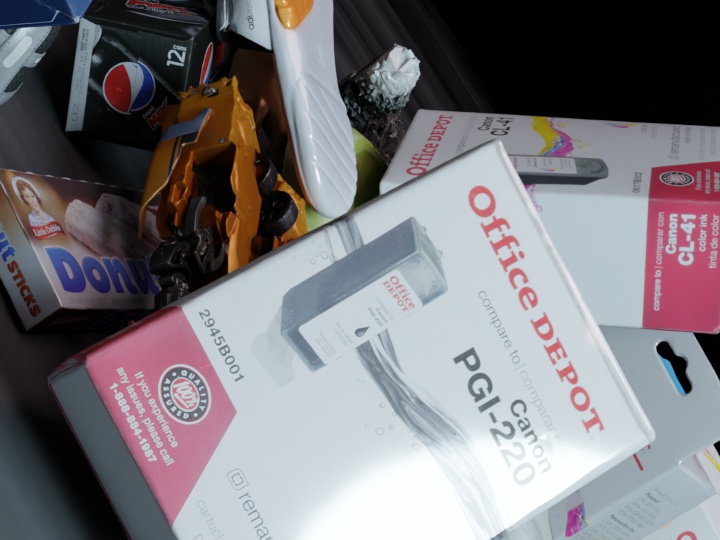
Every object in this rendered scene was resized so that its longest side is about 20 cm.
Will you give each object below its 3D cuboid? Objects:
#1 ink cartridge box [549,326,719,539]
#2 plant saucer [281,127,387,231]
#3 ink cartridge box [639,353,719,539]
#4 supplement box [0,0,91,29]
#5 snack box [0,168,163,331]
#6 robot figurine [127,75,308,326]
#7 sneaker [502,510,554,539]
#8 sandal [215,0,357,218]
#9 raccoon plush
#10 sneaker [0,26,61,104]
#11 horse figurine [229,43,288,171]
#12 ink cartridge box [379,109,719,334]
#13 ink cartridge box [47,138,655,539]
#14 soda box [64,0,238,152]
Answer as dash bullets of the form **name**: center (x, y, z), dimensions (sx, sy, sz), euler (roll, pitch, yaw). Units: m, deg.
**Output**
- **ink cartridge box**: center (0.136, 0.112, 1.007), dimensions (0.068, 0.200, 0.115), euler (36, 25, -51)
- **plant saucer**: center (0.000, 0.000, 0.992), dimensions (0.200, 0.031, 0.201), euler (-9, 90, -74)
- **ink cartridge box**: center (0.168, 0.158, 1.109), dimensions (0.145, 0.147, 0.200), euler (35, 25, -53)
- **supplement box**: center (-0.172, -0.236, 0.675), dimensions (0.200, 0.134, 0.200), euler (68, 31, -42)
- **snack box**: center (-0.120, -0.007, 0.801), dimensions (0.072, 0.024, 0.200), euler (62, 16, 10)
- **robot figurine**: center (-0.067, 0.011, 0.786), dimensions (0.200, 0.058, 0.145), euler (-85, 155, -43)
- **sneaker**: center (0.053, 0.096, 0.855), dimensions (0.074, 0.079, 0.201), euler (-20, -93, 62)
- **sandal**: center (-0.051, -0.126, 0.908), dimensions (0.079, 0.059, 0.208), euler (21, 59, -65)
- **raccoon plush**: center (0.013, -0.059, 1.103), dimensions (0.134, 0.097, 0.200), euler (49, -15, -8)
- **sneaker**: center (-0.188, -0.148, 0.790), dimensions (0.078, 0.077, 0.200), euler (36, 24, -48)
- **horse figurine**: center (-0.058, -0.112, 0.999), dimensions (0.200, 0.050, 0.133), euler (-78, 179, -45)
- **ink cartridge box**: center (0.119, -0.033, 0.977), dimensions (0.148, 0.199, 0.086), euler (-63, 157, -64)
- **ink cartridge box**: center (-0.002, 0.056, 0.667), dimensions (0.146, 0.200, 0.085), euler (62, -23, -1)
- **soda box**: center (-0.113, -0.129, 0.953), dimensions (0.063, 0.071, 0.200), euler (12, 19, 1)
